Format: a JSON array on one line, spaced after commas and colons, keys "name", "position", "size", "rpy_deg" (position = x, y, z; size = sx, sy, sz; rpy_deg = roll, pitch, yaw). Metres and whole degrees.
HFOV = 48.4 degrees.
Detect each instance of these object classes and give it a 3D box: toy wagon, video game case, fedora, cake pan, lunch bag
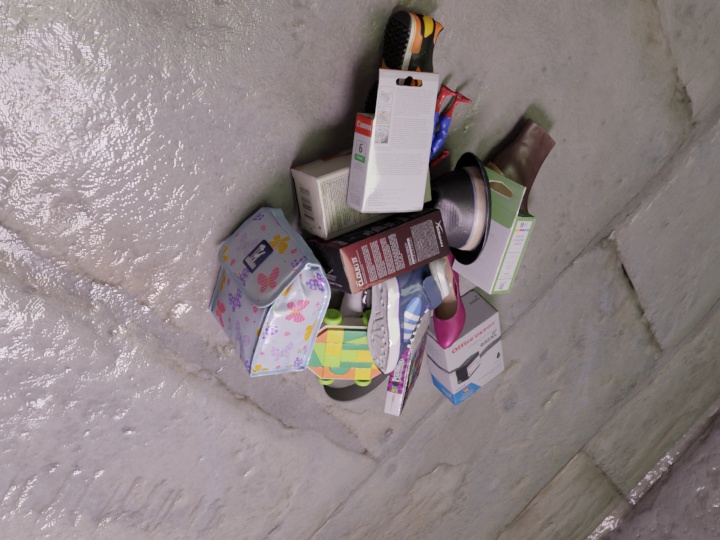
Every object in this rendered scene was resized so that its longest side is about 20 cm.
[{"name": "toy wagon", "position": [-0.044, 0.137, 1.389], "size": [0.197, 0.040, 0.156], "rpy_deg": [2, 128, -7]}, {"name": "video game case", "position": [0.091, 0.143, 1.472], "size": [0.200, 0.035, 0.183], "rpy_deg": [-48, 148, -69]}, {"name": "fedora", "position": [0.146, -0.101, 1.344], "size": [0.090, 0.201, 0.202], "rpy_deg": [-4, 127, -13]}, {"name": "cake pan", "position": [-0.001, 0.163, 1.519], "size": [0.199, 0.037, 0.202], "rpy_deg": [-23, 135, -25]}, {"name": "lunch bag", "position": [-0.136, 0.026, 1.190], "size": [0.126, 0.170, 0.202], "rpy_deg": [0, 125, -37]}]

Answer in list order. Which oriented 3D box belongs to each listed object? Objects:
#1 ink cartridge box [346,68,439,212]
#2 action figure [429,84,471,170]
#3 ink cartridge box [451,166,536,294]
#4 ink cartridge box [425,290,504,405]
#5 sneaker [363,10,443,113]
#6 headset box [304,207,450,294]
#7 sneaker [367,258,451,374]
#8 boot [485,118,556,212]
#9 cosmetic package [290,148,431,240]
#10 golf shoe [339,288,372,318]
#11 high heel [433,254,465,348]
[{"name": "ink cartridge box", "position": [0.046, -0.187, 1.153], "size": [0.108, 0.050, 0.202], "rpy_deg": [-4, 109, -31]}, {"name": "action figure", "position": [0.111, -0.200, 1.318], "size": [0.065, 0.052, 0.201], "rpy_deg": [8, 119, -47]}, {"name": "ink cartridge box", "position": [0.240, -0.071, 1.404], "size": [0.059, 0.104, 0.202], "rpy_deg": [-4, 119, -38]}, {"name": "ink cartridge box", "position": [0.218, 0.164, 1.673], "size": [0.144, 0.084, 0.201], "rpy_deg": [-32, 138, -16]}, {"name": "sneaker", "position": [0.071, -0.281, 1.196], "size": [0.089, 0.070, 0.202], "rpy_deg": [-5, 123, -34]}, {"name": "headset box", "position": [0.013, -0.033, 1.228], "size": [0.198, 0.148, 0.076], "rpy_deg": [-22, 105, -23]}, {"name": "sneaker", "position": [0.092, 0.068, 1.313], "size": [0.145, 0.081, 0.202], "rpy_deg": [-15, 124, -26]}, {"name": "boot", "position": [0.313, -0.171, 1.494], "size": [0.167, 0.072, 0.199], "rpy_deg": [-50, 136, 7]}, {"name": "cosmetic package", "position": [0.003, -0.132, 1.231], "size": [0.198, 0.087, 0.105], "rpy_deg": [-21, 116, -26]}, {"name": "golf shoe", "position": [0.000, 0.000, 1.374], "size": [0.094, 0.078, 0.201], "rpy_deg": [22, 105, -30]}, {"name": "high heel", "position": [0.151, 0.039, 1.482], "size": [0.096, 0.067, 0.203], "rpy_deg": [24, 67, -55]}]
